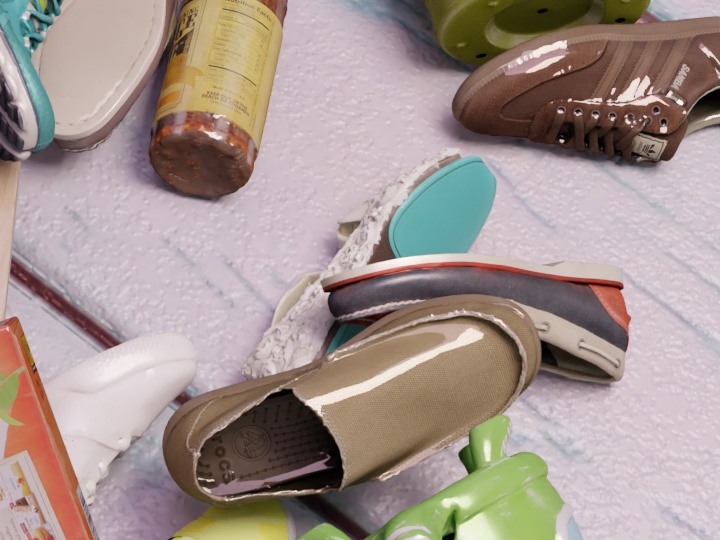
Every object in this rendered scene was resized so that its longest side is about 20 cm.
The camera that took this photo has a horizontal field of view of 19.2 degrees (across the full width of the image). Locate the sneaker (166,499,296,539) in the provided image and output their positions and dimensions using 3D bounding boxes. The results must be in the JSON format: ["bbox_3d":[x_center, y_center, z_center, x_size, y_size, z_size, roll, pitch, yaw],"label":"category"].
[{"bbox_3d":[-0.099,0.176,1.035,0.075,0.077,0.200,36,57,16],"label":"sneaker"}]

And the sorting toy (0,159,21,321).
[{"bbox_3d":[-0.283,-0.015,1.121,0.198,0.070,0.201,5,65,-7],"label":"sorting toy"}]

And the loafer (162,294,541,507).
[{"bbox_3d":[-0.002,0.074,1.050,0.199,0.067,0.076,-23,106,4],"label":"loafer"}]

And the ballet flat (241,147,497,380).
[{"bbox_3d":[0.000,0.000,1.172,0.072,0.072,0.200,32,57,11],"label":"ballet flat"}]

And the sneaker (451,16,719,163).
[{"bbox_3d":[0.155,-0.100,1.253,0.199,0.071,0.076,-13,64,-16],"label":"sneaker"}]

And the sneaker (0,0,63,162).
[{"bbox_3d":[-0.190,-0.147,1.124,0.079,0.078,0.201,-6,57,-24],"label":"sneaker"}]

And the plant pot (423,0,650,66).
[{"bbox_3d":[0.092,-0.232,1.269,0.199,0.200,0.194,-6,71,-13],"label":"plant pot"}]

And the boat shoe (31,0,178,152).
[{"bbox_3d":[-0.142,-0.144,1.234,0.071,0.060,0.201,5,56,8],"label":"boat shoe"}]

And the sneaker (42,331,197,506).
[{"bbox_3d":[-0.157,0.110,1.080,0.200,0.075,0.089,-32,78,-17],"label":"sneaker"}]

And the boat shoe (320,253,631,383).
[{"bbox_3d":[0.066,0.027,1.131,0.199,0.071,0.063,4,81,-38],"label":"boat shoe"}]

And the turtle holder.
[{"bbox_3d":[0.056,0.153,1.015,0.141,0.186,0.132,-27,80,-26],"label":"turtle holder"}]

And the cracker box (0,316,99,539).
[{"bbox_3d":[-0.234,0.119,0.999,0.199,0.058,0.135,-19,95,-4],"label":"cracker box"}]

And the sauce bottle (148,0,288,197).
[{"bbox_3d":[-0.077,-0.139,1.244,0.066,0.066,0.201,11,55,-2],"label":"sauce bottle"}]
